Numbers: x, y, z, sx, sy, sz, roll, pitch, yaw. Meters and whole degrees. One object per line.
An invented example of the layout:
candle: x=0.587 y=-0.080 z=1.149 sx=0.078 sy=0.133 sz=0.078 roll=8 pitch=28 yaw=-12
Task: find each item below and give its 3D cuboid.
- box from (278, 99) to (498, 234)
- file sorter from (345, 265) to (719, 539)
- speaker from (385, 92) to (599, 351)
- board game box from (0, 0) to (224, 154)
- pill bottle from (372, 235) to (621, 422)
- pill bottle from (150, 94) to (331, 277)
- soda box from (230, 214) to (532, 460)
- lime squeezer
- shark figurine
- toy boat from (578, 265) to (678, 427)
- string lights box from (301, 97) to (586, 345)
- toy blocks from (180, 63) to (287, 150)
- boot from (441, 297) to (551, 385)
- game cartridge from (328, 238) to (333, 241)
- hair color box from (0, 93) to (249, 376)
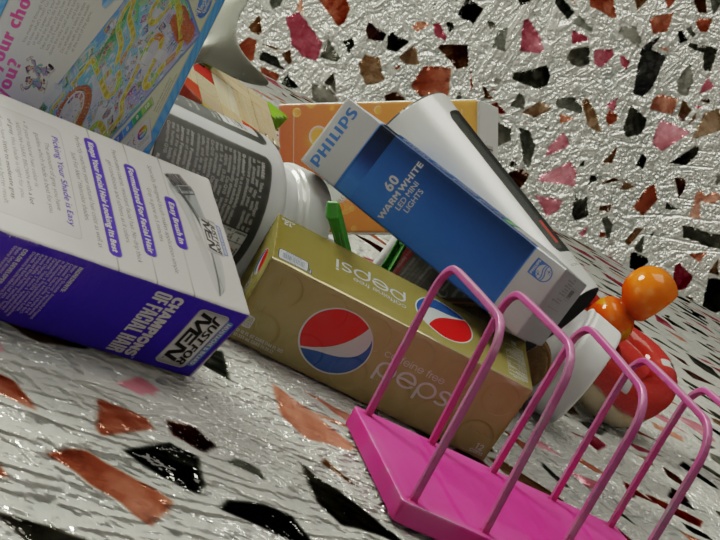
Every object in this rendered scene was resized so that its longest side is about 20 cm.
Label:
box: x=0.028 y=-0.097 z=1.432 sx=0.197 sy=0.126 sz=0.097 roll=0 pitch=1 yaw=17
file sorter: x=0.116 y=0.100 z=0.861 sx=0.198 sy=0.126 sz=0.139 roll=26 pitch=10 yaw=-17
speaker: x=0.094 y=-0.036 z=1.145 sx=0.201 sy=0.081 sz=0.081 roll=53 pitch=16 yaw=16
board game box: x=-0.173 y=-0.103 z=0.849 sx=0.134 sy=0.202 sz=0.034 roll=20 pitch=12 yaw=-45
pill bottle: x=0.112 y=0.025 z=1.240 sx=0.199 sy=0.114 sz=0.114 roll=39 pitch=9 yaw=1
pill bottle: x=-0.123 y=-0.056 z=1.019 sx=0.199 sy=0.117 sz=0.116 roll=23 pitch=11 yaw=-36
soda box: x=0.014 y=0.046 z=0.992 sx=0.198 sy=0.068 sz=0.064 roll=27 pitch=25 yaw=-12
lime squeezer: x=0.000 y=0.000 z=1.075 sx=0.037 sy=0.072 sz=0.200 roll=-10 pitch=-8 yaw=15
shark figurine: x=-0.158 y=-0.124 z=1.089 sx=0.127 sy=0.215 sz=0.090 roll=7 pitch=49 yaw=-24
toy boat: x=0.233 y=0.045 z=1.364 sx=0.200 sy=0.130 sz=0.131 roll=46 pitch=21 yaw=-29
string lights box: x=0.061 y=-0.034 z=1.058 sx=0.199 sy=0.059 sz=0.103 roll=39 pitch=5 yaw=18
toy blocks: x=-0.136 y=-0.128 z=1.248 sx=0.199 sy=0.100 sz=0.137 roll=35 pitch=23 yaw=-36
boot: x=0.058 y=0.059 z=1.143 sx=0.198 sy=0.074 sz=0.076 roll=19 pitch=26 yaw=-14
game cartridge: x=-0.060 y=-0.018 z=1.273 sx=0.129 sy=0.039 sz=0.199 roll=40 pitch=14 yaw=33
hair color box: x=-0.161 y=-0.024 z=0.789 sx=0.199 sy=0.065 sz=0.110 roll=20 pitch=36 yaw=-39
